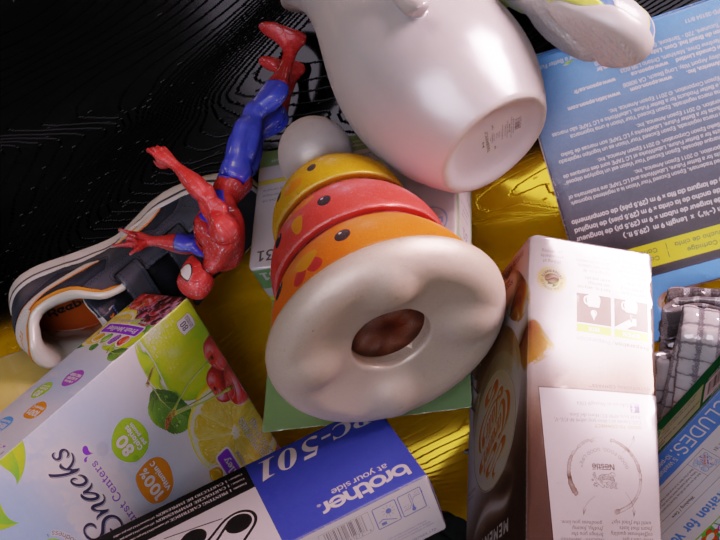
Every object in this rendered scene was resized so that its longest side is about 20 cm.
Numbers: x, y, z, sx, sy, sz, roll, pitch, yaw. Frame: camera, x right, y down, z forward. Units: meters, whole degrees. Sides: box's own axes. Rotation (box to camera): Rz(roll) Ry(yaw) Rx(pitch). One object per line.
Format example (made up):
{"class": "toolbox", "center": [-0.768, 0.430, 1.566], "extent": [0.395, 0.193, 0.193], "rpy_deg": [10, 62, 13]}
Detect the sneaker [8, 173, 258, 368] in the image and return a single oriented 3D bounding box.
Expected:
{"class": "sneaker", "center": [-0.149, 0.007, 0.981], "extent": [0.200, 0.079, 0.079], "rpy_deg": [-29, 127, 1]}

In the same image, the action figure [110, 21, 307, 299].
{"class": "action figure", "center": [-0.106, -0.075, 0.941], "extent": [0.099, 0.065, 0.201], "rpy_deg": [12, 64, 4]}

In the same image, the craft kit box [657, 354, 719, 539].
{"class": "craft kit box", "center": [0.250, 0.160, 0.844], "extent": [0.197, 0.049, 0.200], "rpy_deg": [32, 129, -2]}

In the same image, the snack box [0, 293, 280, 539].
{"class": "snack box", "center": [-0.154, 0.141, 0.903], "extent": [0.068, 0.200, 0.169], "rpy_deg": [4, 130, 52]}

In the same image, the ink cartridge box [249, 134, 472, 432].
{"class": "ink cartridge box", "center": [0.000, 0.000, 0.924], "extent": [0.145, 0.048, 0.201], "rpy_deg": [-9, 53, 16]}

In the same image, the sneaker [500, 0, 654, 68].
{"class": "sneaker", "center": [0.127, -0.204, 0.881], "extent": [0.105, 0.076, 0.200], "rpy_deg": [-50, 49, -2]}

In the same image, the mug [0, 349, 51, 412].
{"class": "mug", "center": [-0.224, 0.134, 0.994], "extent": [0.149, 0.187, 0.154], "rpy_deg": [-20, 80, -18]}

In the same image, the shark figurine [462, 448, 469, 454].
{"class": "shark figurine", "center": [0.157, 0.201, 0.942], "extent": [0.128, 0.089, 0.215], "rpy_deg": [-20, 92, 14]}

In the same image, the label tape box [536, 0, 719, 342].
{"class": "label tape box", "center": [0.200, -0.062, 0.915], "extent": [0.144, 0.063, 0.201], "rpy_deg": [-15, 92, 16]}

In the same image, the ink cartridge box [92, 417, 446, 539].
{"class": "ink cartridge box", "center": [-0.059, 0.157, 0.828], "extent": [0.199, 0.094, 0.044], "rpy_deg": [-25, 118, -9]}

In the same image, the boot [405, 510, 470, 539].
{"class": "boot", "center": [-0.036, 0.220, 0.863], "extent": [0.162, 0.073, 0.199], "rpy_deg": [10, 62, 44]}

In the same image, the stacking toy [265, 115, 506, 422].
{"class": "stacking toy", "center": [-0.011, -0.021, 0.859], "extent": [0.146, 0.146, 0.200], "rpy_deg": [-38, 48, 15]}

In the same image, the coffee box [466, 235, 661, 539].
{"class": "coffee box", "center": [0.116, 0.097, 0.822], "extent": [0.079, 0.114, 0.201], "rpy_deg": [9, 62, -10]}

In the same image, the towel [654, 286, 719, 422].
{"class": "towel", "center": [0.264, 0.097, 0.875], "extent": [0.165, 0.086, 0.201], "rpy_deg": [6, 126, 14]}

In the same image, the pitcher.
{"class": "pitcher", "center": [0.022, -0.157, 0.870], "extent": [0.121, 0.172, 0.200], "rpy_deg": [-35, 64, -5]}
